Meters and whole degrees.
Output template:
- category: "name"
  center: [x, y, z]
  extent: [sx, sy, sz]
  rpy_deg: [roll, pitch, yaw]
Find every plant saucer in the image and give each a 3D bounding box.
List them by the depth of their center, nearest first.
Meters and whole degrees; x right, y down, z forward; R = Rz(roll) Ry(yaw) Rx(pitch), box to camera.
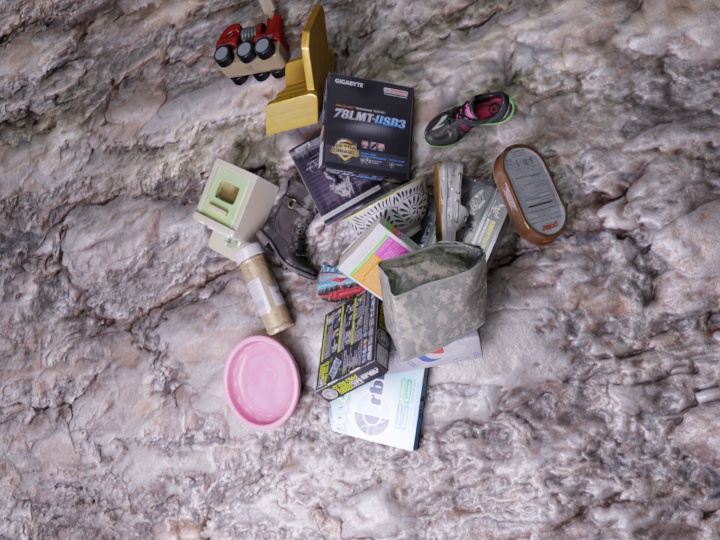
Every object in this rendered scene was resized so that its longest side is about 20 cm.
- category: "plant saucer"
  center: [-0.212, 0.245, 1.371]
  extent: [0.194, 0.051, 0.208]
  rpy_deg: [0, 90, 25]

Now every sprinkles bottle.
- category: "sprinkles bottle"
  center: [-0.215, 0.042, 1.384]
  extent: [0.067, 0.068, 0.205]
  rpy_deg: [-26, 84, 16]

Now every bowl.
- category: "bowl"
  center: [0.068, -0.109, 1.262]
  extent: [0.197, 0.201, 0.096]
  rpy_deg: [-27, 97, 16]

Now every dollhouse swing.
- category: "dollhouse swing"
  center: [-0.145, -0.437, 1.334]
  extent: [0.176, 0.178, 0.204]
  rpy_deg: [-8, 43, 20]

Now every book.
- category: "book"
  center: [0.072, 0.001, 1.204]
  extent: [0.198, 0.049, 0.133]
  rpy_deg: [36, 125, -18]

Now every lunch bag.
- category: "lunch bag"
  center: [0.140, 0.047, 1.131]
  extent: [0.194, 0.168, 0.119]
  rpy_deg: [-16, 39, -7]

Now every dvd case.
- category: "dvd case"
  center: [-0.056, -0.218, 1.380]
  extent: [0.146, 0.016, 0.204]
  rpy_deg: [-28, 72, -2]

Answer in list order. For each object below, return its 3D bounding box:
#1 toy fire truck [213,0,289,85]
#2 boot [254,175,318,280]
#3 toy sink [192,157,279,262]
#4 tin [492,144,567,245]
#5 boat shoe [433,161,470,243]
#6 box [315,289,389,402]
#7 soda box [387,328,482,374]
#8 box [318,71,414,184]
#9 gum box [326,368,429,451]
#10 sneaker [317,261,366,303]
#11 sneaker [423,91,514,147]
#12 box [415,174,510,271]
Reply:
- category: "toy fire truck"
  center: [-0.259, -0.576, 1.484]
  extent: [0.170, 0.129, 0.207]
  rpy_deg: [-2, 70, 22]
- category: "boot"
  center: [-0.132, -0.097, 1.389]
  extent: [0.199, 0.069, 0.176]
  rpy_deg: [40, 90, 15]
- category: "toy sink"
  center: [-0.298, -0.133, 1.434]
  extent: [0.128, 0.112, 0.205]
  rpy_deg: [24, 92, 23]
- category: "tin"
  center: [0.326, -0.148, 1.193]
  extent: [0.109, 0.042, 0.206]
  rpy_deg: [-15, 75, -17]
- category: "boat shoe"
  center: [0.182, -0.110, 1.208]
  extent: [0.067, 0.071, 0.208]
  rpy_deg: [-2, 95, -5]
- category: "box"
  center: [-0.012, 0.142, 1.241]
  extent: [0.158, 0.044, 0.204]
  rpy_deg: [-33, 34, 30]
- category: "soda box"
  center: [0.138, 0.143, 1.217]
  extent: [0.193, 0.065, 0.069]
  rpy_deg: [-11, 40, 11]
- category: "box"
  center: [0.013, -0.298, 1.312]
  extent: [0.193, 0.050, 0.206]
  rpy_deg: [7, 84, -16]
- category: "gum box"
  center: [0.036, 0.262, 1.282]
  extent: [0.194, 0.044, 0.176]
  rpy_deg: [8, 85, 23]
- category: "sneaker"
  center: [0.000, 0.000, 1.313]
  extent: [0.193, 0.080, 0.098]
  rpy_deg: [-8, 61, 8]
- category: "sneaker"
  center: [0.216, -0.318, 1.268]
  extent: [0.195, 0.083, 0.079]
  rpy_deg: [-23, 74, 17]
- category: "box"
  center: [0.208, -0.084, 1.258]
  extent: [0.155, 0.048, 0.205]
  rpy_deg: [24, 92, 22]
